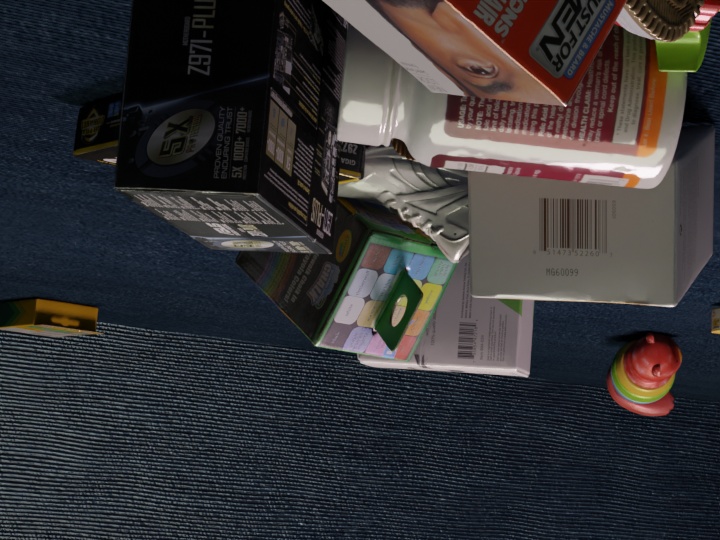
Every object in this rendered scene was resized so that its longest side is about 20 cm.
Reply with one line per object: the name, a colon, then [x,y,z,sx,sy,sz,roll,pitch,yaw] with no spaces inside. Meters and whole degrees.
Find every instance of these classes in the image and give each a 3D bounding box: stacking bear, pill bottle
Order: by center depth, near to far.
pill bottle: [0.089,-0.116,1.033,0.199,0.115,0.114,6,172,-2]
stacking bear: [0.472,0.159,2.797,0.113,0.122,0.200,-2,163,-1]

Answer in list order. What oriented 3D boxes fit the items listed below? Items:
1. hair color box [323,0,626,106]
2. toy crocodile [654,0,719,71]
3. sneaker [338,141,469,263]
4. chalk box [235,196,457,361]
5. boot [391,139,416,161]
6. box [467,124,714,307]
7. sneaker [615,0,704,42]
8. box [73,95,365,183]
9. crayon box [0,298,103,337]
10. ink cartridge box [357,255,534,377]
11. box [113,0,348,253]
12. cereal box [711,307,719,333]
hair color box: [0.004,-0.151,0.709,0.200,0.064,0.111,35,171,-29]
toy crocodile: [0.171,-0.156,0.886,0.067,0.062,0.200,5,171,2]
sneaker: [0.067,-0.058,1.502,0.199,0.100,0.078,4,172,10]
chalk box: [0.000,0.000,1.580,0.124,0.125,0.200,12,-158,-42]
boot: [0.104,-0.115,1.200,0.107,0.075,0.200,5,173,-36]
box: [0.179,-0.047,1.281,0.152,0.107,0.200,2,-168,20]
sneaker: [0.072,-0.176,0.774,0.112,0.071,0.200,22,167,40]
box: [-0.121,-0.108,1.457,0.200,0.050,0.159,11,172,-36]
crayon box: [-0.561,0.086,3.085,0.125,0.052,0.200,11,171,-35]
ink cartridge box: [0.106,0.049,2.076,0.199,0.146,0.084,3,173,17]
box: [-0.070,-0.106,1.023,0.086,0.164,0.200,3,172,11]
cereal box: [0.577,0.065,2.275,0.143,0.040,0.200,7,172,-15]
